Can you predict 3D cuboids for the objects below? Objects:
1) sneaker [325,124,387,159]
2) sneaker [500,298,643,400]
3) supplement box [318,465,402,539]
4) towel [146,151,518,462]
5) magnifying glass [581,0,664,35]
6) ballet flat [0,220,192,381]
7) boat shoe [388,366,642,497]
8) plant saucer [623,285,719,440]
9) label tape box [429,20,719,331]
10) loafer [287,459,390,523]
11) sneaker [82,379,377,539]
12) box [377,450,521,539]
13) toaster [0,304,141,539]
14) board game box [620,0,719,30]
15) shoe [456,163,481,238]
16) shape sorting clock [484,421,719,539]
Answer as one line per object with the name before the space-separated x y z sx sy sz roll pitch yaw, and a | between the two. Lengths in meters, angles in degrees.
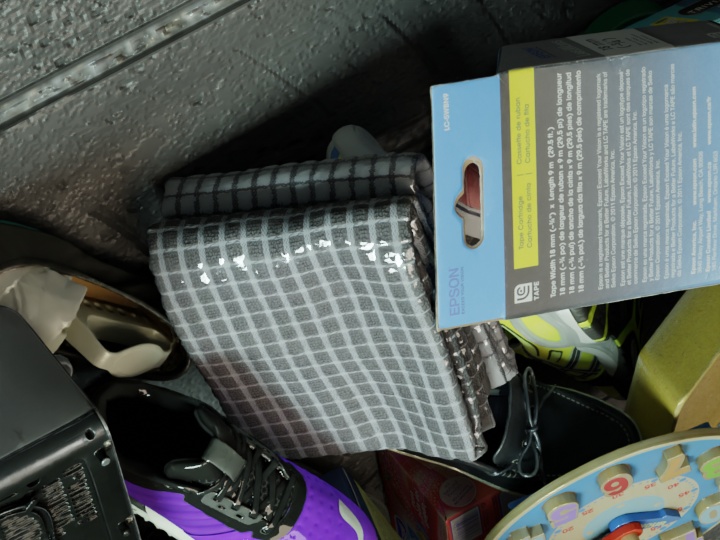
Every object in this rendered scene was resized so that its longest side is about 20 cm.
sneaker | 0.000 0.000 1.576 0.105 0.076 0.200 -36 141 -3
sneaker | 0.137 0.033 1.731 0.076 0.076 0.200 -6 156 20
supplement box | -0.043 0.254 1.630 0.199 0.135 0.200 -28 148 4
towel | -0.016 0.030 1.514 0.164 0.086 0.201 -8 132 18
magnifying glass | 0.168 -0.087 1.667 0.079 0.022 0.201 -24 139 -17
ballet flat | -0.166 0.020 1.472 0.199 0.069 0.068 16 119 -45
boat shoe | 0.091 0.099 1.659 0.199 0.062 0.075 14 76 -18
plant saucer | 0.233 0.046 1.740 0.200 0.048 0.200 -51 164 -22
label tape box | 0.122 -0.056 1.484 0.198 0.063 0.145 -9 110 -19
loafer | -0.041 0.158 1.708 0.076 0.069 0.200 -60 150 -12
sneaker | -0.078 0.121 1.498 0.070 0.199 0.100 -66 -175 -22
box | 0.085 0.176 1.789 0.102 0.095 0.201 -28 139 -15
toaster | -0.222 0.140 1.405 0.199 0.119 0.181 -28 144 -14
board game box | 0.236 -0.099 1.615 0.199 0.047 0.152 -26 118 -35
shoe | 0.142 -0.057 1.613 0.199 0.072 0.091 11 130 -28
shape sorting clock | 0.168 0.159 1.686 0.199 0.039 0.200 -19 156 -9
